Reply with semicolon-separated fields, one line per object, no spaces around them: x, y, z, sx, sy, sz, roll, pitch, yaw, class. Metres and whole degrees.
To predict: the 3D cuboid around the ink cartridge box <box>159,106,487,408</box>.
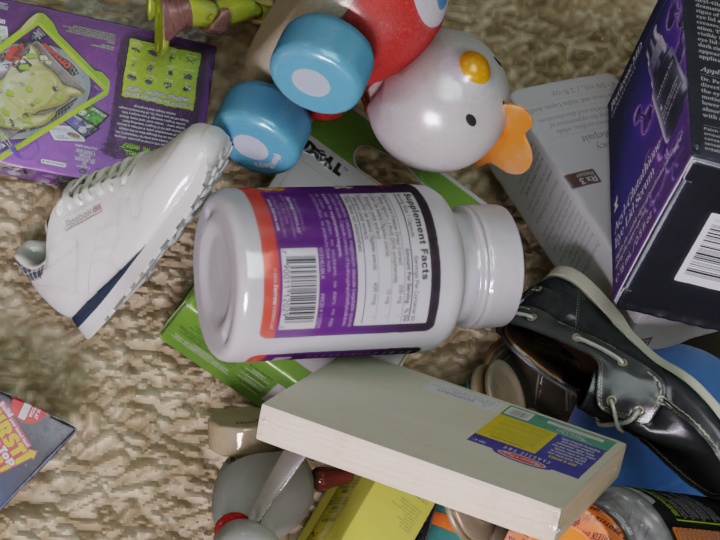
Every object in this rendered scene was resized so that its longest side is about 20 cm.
-0.022;0.000;1.411;0.148;0.076;0.200;35;63;-6;ink cartridge box

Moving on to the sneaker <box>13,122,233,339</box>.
-0.157;-0.036;1.314;0.080;0.200;0.076;43;37;-1;sneaker

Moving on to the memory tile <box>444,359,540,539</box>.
0.122;0.171;1.370;0.200;0.017;0.154;54;34;-27;memory tile

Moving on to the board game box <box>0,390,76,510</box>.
-0.296;0.115;1.296;0.199;0.062;0.200;-31;87;-24;board game box

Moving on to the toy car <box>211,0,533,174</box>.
0.039;-0.132;1.310;0.200;0.177;0.185;31;57;-13;toy car

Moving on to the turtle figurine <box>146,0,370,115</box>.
-0.065;-0.185;1.418;0.160;0.065;0.201;-4;52;-15;turtle figurine

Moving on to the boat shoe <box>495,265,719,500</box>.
0.175;0.086;1.351;0.068;0.072;0.200;-32;67;-34;boat shoe

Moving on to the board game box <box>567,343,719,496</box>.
0.208;0.154;1.444;0.158;0.039;0.201;-19;96;-30;board game box

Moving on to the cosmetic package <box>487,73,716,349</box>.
0.181;-0.042;1.445;0.101;0.074;0.200;-14;55;-28;cosmetic package

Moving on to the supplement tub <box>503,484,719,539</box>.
0.185;0.203;1.308;0.200;0.122;0.123;14;69;-46;supplement tub

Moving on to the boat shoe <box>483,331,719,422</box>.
0.172;0.061;1.463;0.199;0.068;0.072;-3;111;-22;boat shoe

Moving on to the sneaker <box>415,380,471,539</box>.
0.069;0.170;1.394;0.080;0.071;0.201;-13;59;14;sneaker

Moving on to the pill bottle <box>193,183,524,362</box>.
0.000;0.000;1.314;0.199;0.111;0.112;-2;76;-21;pill bottle

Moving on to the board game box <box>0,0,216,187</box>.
-0.205;-0.119;1.406;0.199;0.032;0.121;12;68;-14;board game box

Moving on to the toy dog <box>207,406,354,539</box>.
-0.047;0.157;1.295;0.096;0.132;0.200;-5;33;-3;toy dog

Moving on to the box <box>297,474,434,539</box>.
-0.016;0.201;1.355;0.050;0.075;0.200;39;68;-17;box

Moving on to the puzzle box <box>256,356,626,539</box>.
0.052;0.106;1.252;0.199;0.133;0.026;18;109;21;puzzle box

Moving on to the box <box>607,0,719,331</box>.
0.238;-0.084;1.353;0.104;0.148;0.201;12;46;-8;box
